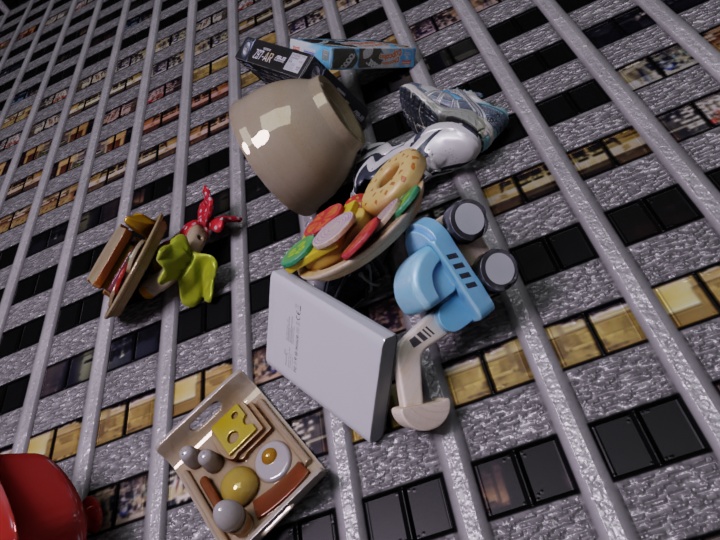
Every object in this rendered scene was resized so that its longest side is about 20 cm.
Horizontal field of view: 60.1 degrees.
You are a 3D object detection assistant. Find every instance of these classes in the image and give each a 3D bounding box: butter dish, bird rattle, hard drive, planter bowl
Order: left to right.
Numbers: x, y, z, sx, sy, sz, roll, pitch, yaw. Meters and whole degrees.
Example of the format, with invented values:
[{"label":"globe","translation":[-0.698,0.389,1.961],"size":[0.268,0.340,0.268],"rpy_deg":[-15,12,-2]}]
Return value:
[{"label":"butter dish","translation":[-0.376,0.304,0.725],"size":[0.199,0.147,0.202],"rpy_deg":[29,112,41]},{"label":"bird rattle","translation":[-0.286,-0.036,0.988],"size":[0.162,0.113,0.201],"rpy_deg":[-29,40,26]},{"label":"planter bowl","translation":[-0.077,-0.202,0.924],"size":[0.134,0.200,0.201],"rpy_deg":[-32,44,17]},{"label":"hard drive","translation":[-0.042,0.095,0.735],"size":[0.026,0.133,0.199],"rpy_deg":[-15,31,-42]}]

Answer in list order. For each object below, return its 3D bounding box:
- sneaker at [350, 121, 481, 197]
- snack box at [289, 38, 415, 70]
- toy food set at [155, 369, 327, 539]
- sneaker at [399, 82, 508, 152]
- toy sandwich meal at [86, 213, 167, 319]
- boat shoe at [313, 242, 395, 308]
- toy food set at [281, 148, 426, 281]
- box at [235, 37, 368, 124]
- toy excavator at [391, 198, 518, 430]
[{"label":"sneaker","translation":[0.069,-0.135,0.883],"size":[0.197,0.080,0.130],"rpy_deg":[-2,46,27]},{"label":"snack box","translation":[-0.011,-0.384,1.099],"size":[0.199,0.037,0.116],"rpy_deg":[-17,34,-39]},{"label":"toy food set","translation":[-0.146,0.220,0.722],"size":[0.143,0.061,0.200],"rpy_deg":[-43,47,-10]},{"label":"sneaker","translation":[0.142,-0.244,0.964],"size":[0.086,0.078,0.200],"rpy_deg":[-35,51,-21]},{"label":"toy sandwich meal","translation":[-0.375,-0.018,0.984],"size":[0.205,0.070,0.206],"rpy_deg":[-50,22,29]},{"label":"boat shoe","translation":[0.000,0.000,0.828],"size":[0.067,0.072,0.201],"rpy_deg":[4,48,32]},{"label":"toy food set","translation":[-0.004,-0.061,0.762],"size":[0.199,0.049,0.199],"rpy_deg":[-26,24,30]},{"label":"box","translation":[-0.101,-0.319,1.067],"size":[0.199,0.160,0.044],"rpy_deg":[32,90,42]},{"label":"toy excavator","translation":[0.082,0.049,0.700],"size":[0.199,0.195,0.100],"rpy_deg":[-33,0,-17]}]
